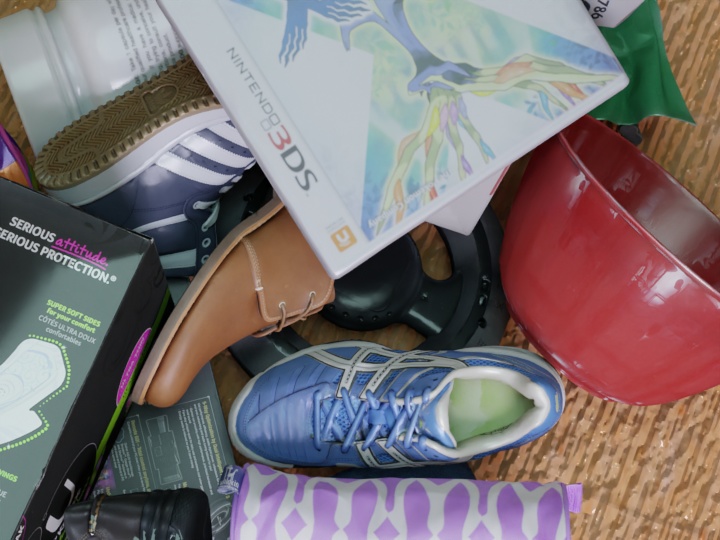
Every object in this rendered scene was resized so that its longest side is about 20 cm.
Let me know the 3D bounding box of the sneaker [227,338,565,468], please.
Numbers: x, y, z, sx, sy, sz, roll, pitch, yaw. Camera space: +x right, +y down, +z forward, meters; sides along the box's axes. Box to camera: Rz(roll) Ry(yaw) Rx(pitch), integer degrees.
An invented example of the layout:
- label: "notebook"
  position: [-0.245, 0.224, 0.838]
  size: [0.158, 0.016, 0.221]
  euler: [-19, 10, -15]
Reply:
- label: "sneaker"
  position: [0.021, 0.075, 0.829]
  size: [0.198, 0.077, 0.077]
  euler: [-8, 89, 0]

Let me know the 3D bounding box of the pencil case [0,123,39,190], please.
- label: "pencil case"
  position: [-0.293, -0.024, 0.880]
  size: [0.199, 0.088, 0.089]
  euler: [-26, 78, -13]

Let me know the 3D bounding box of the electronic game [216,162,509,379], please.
- label: "electronic game"
  position: [0.000, 0.000, 0.917]
  size: [0.198, 0.042, 0.202]
  euler: [4, 67, -9]

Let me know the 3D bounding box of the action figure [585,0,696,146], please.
- label: "action figure"
  position: [0.159, -0.181, 0.976]
  size: [0.117, 0.055, 0.202]
  euler: [3, 67, -3]

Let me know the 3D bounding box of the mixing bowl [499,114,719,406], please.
- label: "mixing bowl"
  position: [0.157, 0.007, 0.872]
  size: [0.200, 0.200, 0.109]
  euler: [44, 111, 7]

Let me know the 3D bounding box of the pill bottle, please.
- label: "pill bottle"
  position: [-0.122, -0.141, 0.909]
  size: [0.198, 0.113, 0.114]
  euler: [-21, 77, -10]

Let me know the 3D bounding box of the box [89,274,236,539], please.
- label: "box"
  position: [-0.156, 0.117, 0.871]
  size: [0.159, 0.044, 0.202]
  euler: [-15, 76, -9]

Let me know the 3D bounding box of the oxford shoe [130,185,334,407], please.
- label: "oxford shoe"
  position: [-0.056, 0.010, 0.844]
  size: [0.071, 0.071, 0.200]
  euler: [39, 68, 2]

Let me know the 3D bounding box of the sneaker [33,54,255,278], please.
- label: "sneaker"
  position: [-0.082, -0.069, 0.862]
  size: [0.199, 0.109, 0.070]
  euler: [-26, 43, 3]

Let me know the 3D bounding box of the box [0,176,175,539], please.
- label: "box"
  position: [-0.198, 0.068, 0.780]
  size: [0.123, 0.149, 0.201]
  euler: [23, 75, 4]

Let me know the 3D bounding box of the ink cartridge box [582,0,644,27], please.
- label: "ink cartridge box"
  position: [0.095, -0.196, 0.851]
  size: [0.198, 0.039, 0.100]
  euler: [5, 60, -4]

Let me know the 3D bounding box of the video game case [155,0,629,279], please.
- label: "video game case"
  position: [0.019, -0.126, 0.795]
  size: [0.199, 0.022, 0.183]
  euler: [-33, 93, -5]

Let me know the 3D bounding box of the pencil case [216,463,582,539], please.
- label: "pencil case"
  position: [0.022, 0.150, 0.799]
  size: [0.198, 0.085, 0.086]
  euler: [5, 31, 5]

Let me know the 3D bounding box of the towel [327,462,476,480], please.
- label: "towel"
  position: [0.044, 0.201, 0.838]
  size: [0.111, 0.049, 0.201]
  euler: [-18, 60, -8]

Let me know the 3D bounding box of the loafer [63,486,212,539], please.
- label: "loafer"
  position: [-0.119, 0.202, 0.798]
  size: [0.071, 0.073, 0.202]
  euler: [5, 116, 7]

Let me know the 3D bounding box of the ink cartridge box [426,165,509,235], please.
- label: "ink cartridge box"
  position: [0.072, -0.141, 0.909]
  size: [0.067, 0.117, 0.202]
  euler: [17, 60, -6]
